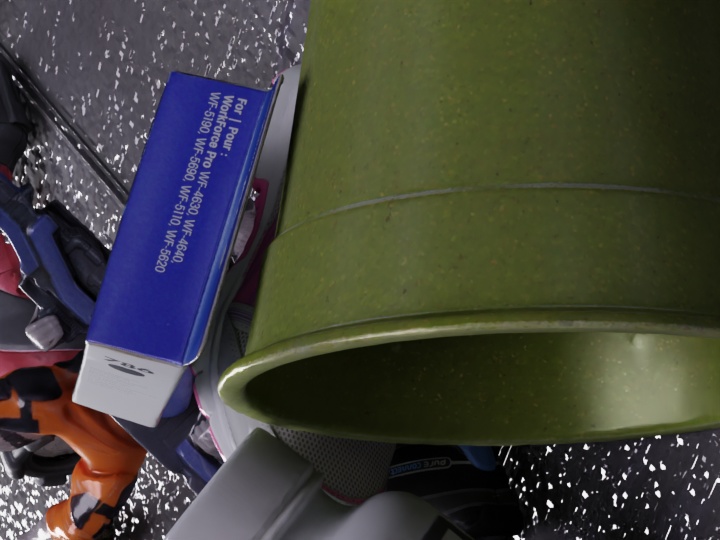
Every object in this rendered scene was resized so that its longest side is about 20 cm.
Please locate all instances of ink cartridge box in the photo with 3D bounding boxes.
[{"bbox_3d":[-0.067,-0.007,0.993,0.200,0.039,0.100,132,155,-76],"label":"ink cartridge box"}]

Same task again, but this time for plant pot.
[{"bbox_3d":[0.052,-0.052,0.938,0.200,0.200,0.190,-20,67,52],"label":"plant pot"}]

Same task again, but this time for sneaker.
[{"bbox_3d":[0.000,0.000,1.042,0.088,0.081,0.200,-22,52,44],"label":"sneaker"},{"bbox_3d":[0.005,0.143,1.102,0.083,0.071,0.200,56,133,40],"label":"sneaker"}]

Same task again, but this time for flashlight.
[{"bbox_3d":[-0.156,-0.004,1.307,0.068,0.068,0.200,-49,52,50],"label":"flashlight"}]

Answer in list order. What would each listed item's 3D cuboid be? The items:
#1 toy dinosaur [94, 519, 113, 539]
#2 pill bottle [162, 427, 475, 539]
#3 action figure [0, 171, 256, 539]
[{"bbox_3d":[-0.159,0.166,1.347,0.200,0.047,0.088,-26,60,52],"label":"toy dinosaur"},{"bbox_3d":[0.019,0.144,0.954,0.200,0.111,0.111,38,132,2],"label":"pill bottle"},{"bbox_3d":[-0.117,0.028,1.181,0.200,0.193,0.105,53,-169,-19],"label":"action figure"}]
